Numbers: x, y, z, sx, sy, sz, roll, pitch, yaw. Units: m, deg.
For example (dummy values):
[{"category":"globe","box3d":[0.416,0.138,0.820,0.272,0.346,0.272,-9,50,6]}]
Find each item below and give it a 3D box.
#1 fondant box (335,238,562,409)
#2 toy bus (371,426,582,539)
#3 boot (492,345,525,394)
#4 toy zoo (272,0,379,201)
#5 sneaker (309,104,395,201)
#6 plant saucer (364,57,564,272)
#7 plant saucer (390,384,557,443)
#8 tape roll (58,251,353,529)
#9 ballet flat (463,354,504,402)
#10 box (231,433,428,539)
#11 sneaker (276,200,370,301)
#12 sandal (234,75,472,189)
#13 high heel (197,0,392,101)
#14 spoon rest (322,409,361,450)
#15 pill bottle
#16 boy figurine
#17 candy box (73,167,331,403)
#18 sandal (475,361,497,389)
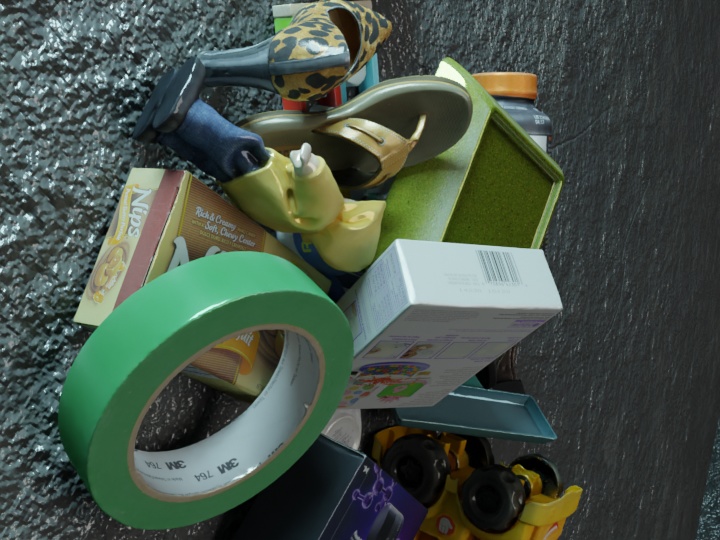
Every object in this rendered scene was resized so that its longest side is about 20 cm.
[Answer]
[{"category":"fondant box","box3d":[0.046,0.052,0.733,0.144,0.200,0.058,3,58,-30]},{"category":"toy bus","box3d":[0.101,0.268,0.899,0.136,0.199,0.193,11,93,-57]},{"category":"boot","box3d":[0.156,0.104,1.096,0.097,0.074,0.201,106,-19,-71]},{"category":"toy zoo","box3d":[-0.022,-0.137,0.798,0.131,0.020,0.201,-26,116,-54]},{"category":"sneaker","box3d":[0.022,-0.084,0.788,0.200,0.075,0.089,18,90,-51]},{"category":"plant saucer","box3d":[0.110,-0.053,0.788,0.200,0.048,0.200,31,76,-44]},{"category":"plant saucer","box3d":[0.114,0.150,0.942,0.199,0.070,0.019,13,120,-27]},{"category":"tape roll","box3d":[-0.098,0.083,0.597,0.200,0.048,0.201,-27,139,-26]},{"category":"ballet flat","box3d":[0.127,0.089,1.005,0.074,0.074,0.201,-4,115,-58]},{"category":"box","box3d":[-0.043,0.251,0.735,0.200,0.079,0.141,-59,139,-16]},{"category":"sneaker","box3d":[0.000,0.000,0.795,0.200,0.082,0.074,47,52,-48]},{"category":"sandal","box3d":[-0.007,-0.094,0.683,0.081,0.199,0.054,86,-11,-47]},{"category":"high heel","box3d":[-0.007,-0.167,0.671,0.200,0.142,0.072,-27,116,-40]},{"category":"spoon rest","box3d":[-0.007,0.129,0.841,0.200,0.060,0.100,-35,123,-35]},{"category":"pill bottle","box3d":[0.145,-0.103,0.925,0.106,0.106,0.201,-9,102,-57]},{"category":"boy figurine","box3d":[-0.057,-0.065,0.627,0.200,0.124,0.065,32,70,-26]},{"category":"candy box","box3d":[-0.105,0.021,0.656,0.200,0.055,0.116,39,62,-53]},{"category":"sandal","box3d":[0.087,0.048,0.902,0.048,0.075,0.201,-30,123,-7]}]
